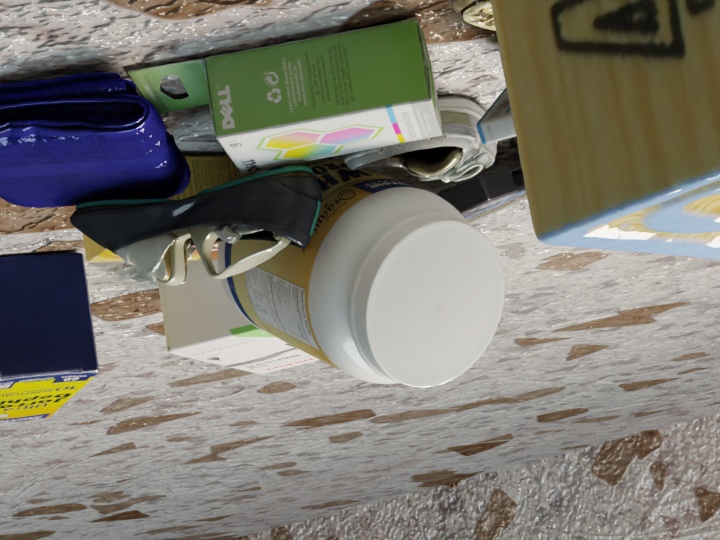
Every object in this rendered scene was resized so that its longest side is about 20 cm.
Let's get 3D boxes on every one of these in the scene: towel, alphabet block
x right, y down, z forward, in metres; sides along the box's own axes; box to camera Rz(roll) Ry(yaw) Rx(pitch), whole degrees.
[{"bbox_3d":[-0.200,-0.090,1.525,0.146,0.050,0.200,-3,168,4],"label":"towel"},{"bbox_3d":[0.209,-0.131,1.277,0.196,0.202,0.194,-21,163,41],"label":"alphabet block"}]

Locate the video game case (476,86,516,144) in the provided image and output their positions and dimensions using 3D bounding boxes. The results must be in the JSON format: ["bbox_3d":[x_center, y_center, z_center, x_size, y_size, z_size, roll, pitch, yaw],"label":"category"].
[{"bbox_3d":[0.187,-0.137,1.496,0.199,0.018,0.143,-15,-164,23],"label":"video game case"}]

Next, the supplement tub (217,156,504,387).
[{"bbox_3d":[0.000,0.000,1.632,0.143,0.146,0.200,-1,-166,-35],"label":"supplement tub"}]

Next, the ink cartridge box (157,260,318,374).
[{"bbox_3d":[-0.077,0.033,2.059,0.144,0.085,0.200,-14,167,21],"label":"ink cartridge box"}]

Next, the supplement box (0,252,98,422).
[{"bbox_3d":[-0.312,0.064,1.966,0.108,0.110,0.200,-4,167,-21],"label":"supplement box"}]

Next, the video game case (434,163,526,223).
[{"bbox_3d":[0.066,-0.045,1.819,0.199,0.026,0.180,-24,177,33],"label":"video game case"}]

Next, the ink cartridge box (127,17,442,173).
[{"bbox_3d":[-0.048,-0.111,1.495,0.198,0.060,0.104,-10,169,4],"label":"ink cartridge box"}]

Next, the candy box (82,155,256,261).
[{"bbox_3d":[-0.107,-0.048,1.747,0.199,0.057,0.116,1,164,-35],"label":"candy box"}]

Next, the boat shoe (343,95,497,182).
[{"bbox_3d":[0.041,-0.092,1.632,0.074,0.065,0.202,-16,166,26],"label":"boat shoe"}]

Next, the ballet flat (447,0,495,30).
[{"bbox_3d":[0.142,-0.165,1.420,0.199,0.047,0.067,-1,172,-36],"label":"ballet flat"}]

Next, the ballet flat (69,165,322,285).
[{"bbox_3d":[-0.118,-0.026,1.564,0.198,0.074,0.073,-8,169,23],"label":"ballet flat"}]
